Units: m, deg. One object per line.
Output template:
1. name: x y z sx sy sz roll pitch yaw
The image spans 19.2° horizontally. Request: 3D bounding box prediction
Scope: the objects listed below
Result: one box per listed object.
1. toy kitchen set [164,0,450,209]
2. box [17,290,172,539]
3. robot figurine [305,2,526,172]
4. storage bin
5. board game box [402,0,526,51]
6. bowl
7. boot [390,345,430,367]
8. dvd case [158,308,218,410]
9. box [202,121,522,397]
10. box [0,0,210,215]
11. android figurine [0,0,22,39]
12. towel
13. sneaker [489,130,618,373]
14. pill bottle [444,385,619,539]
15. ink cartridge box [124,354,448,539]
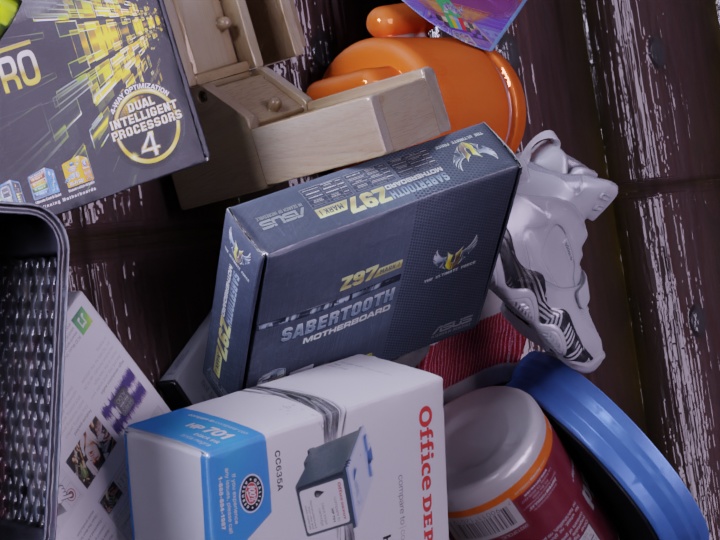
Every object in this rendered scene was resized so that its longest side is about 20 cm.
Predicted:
1. toy kitchen set: -0.038 -0.169 1.411 0.163 0.180 0.201 -25 100 -52
2. box: -0.162 0.134 1.309 0.200 0.036 0.145 56 44 -27
3. robot figurine: 0.045 -0.113 1.561 0.144 0.117 0.200 48 31 23
4. storage bin: -0.239 0.062 1.135 0.135 0.094 0.201 4 88 -35
5. board game box: 0.067 -0.252 1.603 0.158 0.039 0.200 41 31 -4
6. bowl: 0.184 0.150 1.634 0.039 0.200 0.201 -41 120 -11
7. boot: -0.011 0.128 1.460 0.200 0.070 0.132 -35 114 -37
8. dvd case: -0.053 0.066 1.475 0.143 0.018 0.200 59 43 -25
9. box: 0.000 0.000 1.375 0.199 0.051 0.158 -20 143 -28
10. box: -0.201 -0.109 1.242 0.199 0.049 0.162 -21 100 -28
11. android figurine: -0.288 -0.161 1.146 0.200 0.041 0.182 33 65 -15
12. towel: 0.094 0.012 1.596 0.144 0.023 0.201 -20 128 -51
13. sneaker: 0.145 -0.012 1.533 0.115 0.075 0.200 -49 132 -5
14. pill bottle: 0.126 0.193 1.600 0.200 0.114 0.114 56 44 -32
15. ink cartridge box: -0.041 0.148 1.321 0.200 0.086 0.147 -15 108 -41
